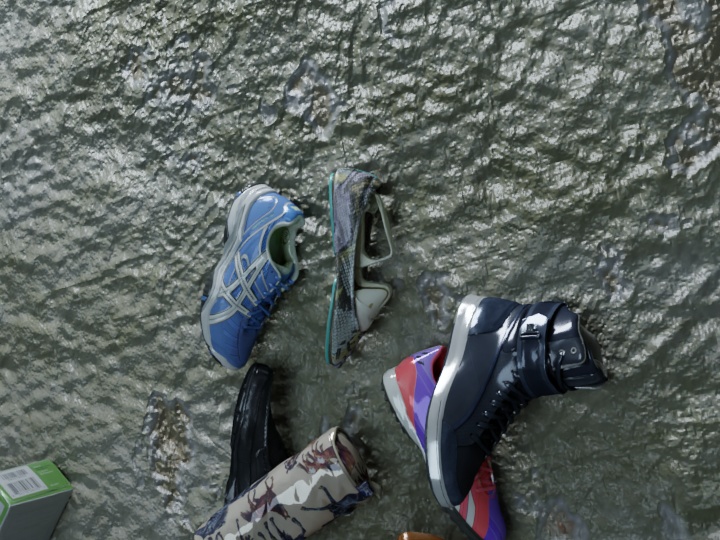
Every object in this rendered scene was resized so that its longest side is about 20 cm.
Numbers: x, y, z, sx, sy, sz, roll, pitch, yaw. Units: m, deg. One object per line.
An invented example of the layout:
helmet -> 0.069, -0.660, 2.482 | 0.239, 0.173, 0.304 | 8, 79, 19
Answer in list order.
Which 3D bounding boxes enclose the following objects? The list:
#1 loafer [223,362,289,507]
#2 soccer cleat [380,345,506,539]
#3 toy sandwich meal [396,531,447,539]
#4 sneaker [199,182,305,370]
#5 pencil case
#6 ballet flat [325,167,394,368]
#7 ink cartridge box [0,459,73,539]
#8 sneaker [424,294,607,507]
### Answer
loafer -> -0.107, 0.200, 1.269 | 0.069, 0.068, 0.204 | 6, 99, -5
soccer cleat -> 0.094, 0.170, 1.134 | 0.073, 0.068, 0.202 | -34, 75, 17
toy sandwich meal -> 0.031, 0.331, 1.151 | 0.204, 0.205, 0.071 | -31, 34, 30
sneaker -> -0.114, 0.013, 1.249 | 0.076, 0.075, 0.203 | 22, 105, 34
pencil case -> -0.077, 0.250, 1.205 | 0.199, 0.078, 0.090 | -36, 97, 8
ballet flat -> 0.000, 0.000, 1.185 | 0.071, 0.072, 0.204 | 5, 96, 32
ink cartridge box -> -0.446, 0.338, 1.467 | 0.059, 0.103, 0.202 | 38, 112, 25
sneaker -> 0.142, 0.118, 1.058 | 0.144, 0.077, 0.205 | 3, 66, 30
